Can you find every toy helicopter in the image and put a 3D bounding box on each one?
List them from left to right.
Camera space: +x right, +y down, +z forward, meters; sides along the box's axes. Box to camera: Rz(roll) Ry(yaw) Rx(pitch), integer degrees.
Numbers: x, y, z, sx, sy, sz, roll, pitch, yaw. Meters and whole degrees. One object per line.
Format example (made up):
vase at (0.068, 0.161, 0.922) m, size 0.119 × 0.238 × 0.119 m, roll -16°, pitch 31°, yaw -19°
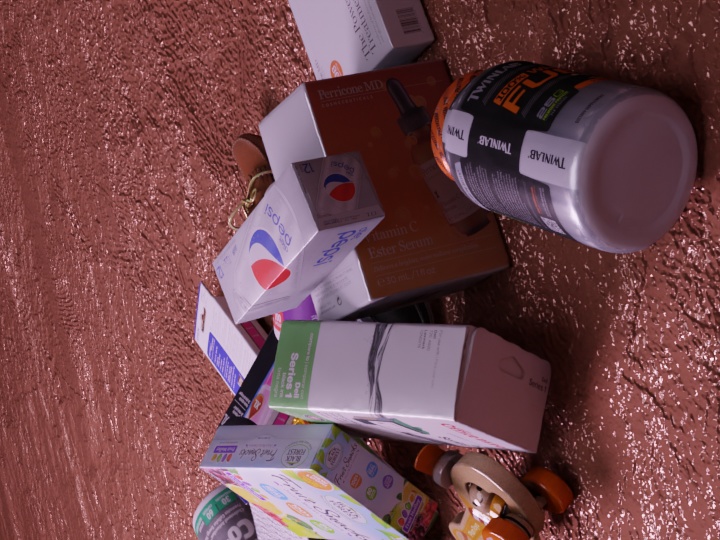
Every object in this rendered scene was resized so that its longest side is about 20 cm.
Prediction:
toy helicopter at (0.106, 0.217, 1.373) m, size 0.132 × 0.079 × 0.200 m, roll 37°, pitch 157°, yaw 11°

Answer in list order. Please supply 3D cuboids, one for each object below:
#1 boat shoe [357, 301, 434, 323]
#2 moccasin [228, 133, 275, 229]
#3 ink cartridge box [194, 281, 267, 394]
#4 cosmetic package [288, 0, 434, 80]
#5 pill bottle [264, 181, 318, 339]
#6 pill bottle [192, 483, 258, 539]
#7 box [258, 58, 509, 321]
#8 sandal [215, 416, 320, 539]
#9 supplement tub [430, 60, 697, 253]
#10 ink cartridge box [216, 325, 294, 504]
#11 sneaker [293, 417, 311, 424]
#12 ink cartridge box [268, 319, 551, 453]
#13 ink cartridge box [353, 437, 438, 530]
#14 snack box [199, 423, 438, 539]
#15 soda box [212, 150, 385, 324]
boat shoe at (0.000, 0.000, 1.417) m, size 0.200 × 0.069 × 0.057 m, roll 51°, pitch -178°, yaw -12°
moccasin at (-0.096, -0.060, 1.620) m, size 0.074 × 0.077 × 0.202 m, roll -48°, pitch 61°, yaw 56°
ink cartridge box at (-0.140, 0.105, 1.796) m, size 0.200 × 0.037 × 0.095 m, roll 47°, pitch 140°, yaw 37°
cosmetic package at (-0.014, -0.271, 1.419) m, size 0.151 × 0.051 × 0.201 m, roll -40°, pitch 67°, yaw 61°
pill bottle at (-0.038, -0.025, 1.500) m, size 0.112 × 0.112 × 0.201 m, roll 22°, pitch 121°, yaw 55°
pill bottle at (-0.110, 0.351, 1.786) m, size 0.200 × 0.113 × 0.113 m, roll 51°, pitch 142°, yaw 37°
box at (0.020, -0.070, 1.340) m, size 0.106 × 0.152 × 0.201 m, roll -30°, pitch 77°, yaw 60°
sandal at (-0.082, 0.234, 1.542) m, size 0.076 × 0.043 × 0.201 m, roll -3°, pitch 117°, yaw 39°
supplement tub at (0.148, -0.092, 1.138) m, size 0.200 × 0.122 × 0.123 m, roll 24°, pitch 122°, yaw 54°
ink cartridge box at (-0.106, 0.151, 1.657) m, size 0.201 × 0.037 × 0.095 m, roll -63°, pitch 30°, yaw 3°
sneaker at (-0.033, 0.154, 1.606) m, size 0.073 × 0.077 × 0.201 m, roll 44°, pitch 136°, yaw 46°
ink cartridge box at (0.044, 0.100, 1.300) m, size 0.199 × 0.146 × 0.085 m, roll 1°, pitch 74°, yaw 37°
ink cartridge box at (0.012, 0.252, 1.549) m, size 0.200 × 0.059 × 0.104 m, roll 43°, pitch 147°, yaw -2°
snack box at (-0.043, 0.201, 1.407) m, size 0.142 × 0.053 × 0.200 m, roll 38°, pitch 154°, yaw -27°
soda box at (-0.057, -0.025, 1.268) m, size 0.200 × 0.068 × 0.064 m, roll -44°, pitch 64°, yaw 55°
